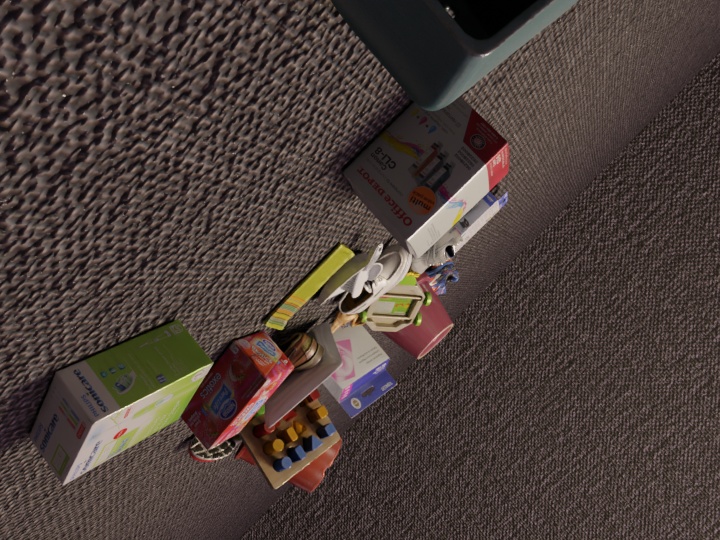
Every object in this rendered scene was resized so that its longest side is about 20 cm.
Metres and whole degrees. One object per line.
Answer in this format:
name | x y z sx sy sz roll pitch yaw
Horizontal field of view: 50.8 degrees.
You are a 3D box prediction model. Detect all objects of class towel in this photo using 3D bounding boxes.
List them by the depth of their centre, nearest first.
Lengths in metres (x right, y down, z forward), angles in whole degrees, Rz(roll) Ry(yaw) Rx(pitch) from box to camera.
towel | -0.092 0.031 1.368 0.200 0.018 0.086 -45 167 5

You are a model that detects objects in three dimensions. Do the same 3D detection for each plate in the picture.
plate | -0.132 0.201 1.546 0.199 0.032 0.200 -42 -158 6

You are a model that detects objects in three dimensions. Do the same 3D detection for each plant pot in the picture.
plant pot | 0.078 -0.256 0.655 0.196 0.196 0.200 -39 174 -15
plant pot | -0.161 0.404 1.776 0.202 0.194 0.201 -56 -176 5
plant pot | 0.130 0.114 1.911 0.199 0.179 0.200 -40 165 -13

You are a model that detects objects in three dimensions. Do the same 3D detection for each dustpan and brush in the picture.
dustpan and brush | 0.000 0.000 1.432 0.138 0.057 0.201 -25 151 -32

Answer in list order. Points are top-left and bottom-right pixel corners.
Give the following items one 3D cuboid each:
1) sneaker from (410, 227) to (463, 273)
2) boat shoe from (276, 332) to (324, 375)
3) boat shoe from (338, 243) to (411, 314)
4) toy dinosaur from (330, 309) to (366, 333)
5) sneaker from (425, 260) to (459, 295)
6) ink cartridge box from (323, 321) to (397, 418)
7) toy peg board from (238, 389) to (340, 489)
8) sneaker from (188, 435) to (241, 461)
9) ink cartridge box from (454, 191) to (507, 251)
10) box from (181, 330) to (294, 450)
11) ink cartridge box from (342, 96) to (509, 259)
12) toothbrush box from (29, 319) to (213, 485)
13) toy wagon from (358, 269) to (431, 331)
sneaker | 0.169 -0.042 1.753 0.074 0.087 0.201 -36 166 -33
boat shoe | -0.163 0.178 1.504 0.199 0.068 0.072 -33 -152 27
boat shoe | 0.026 0.021 1.580 0.200 0.071 0.070 -42 170 23
toy dinosaur | -0.040 0.105 1.689 0.201 0.060 0.106 -52 153 -6
sneaker | 0.199 0.039 2.099 0.199 0.079 0.076 -38 165 -22
ink cartridge box | -0.021 0.206 1.705 0.196 0.200 0.043 -26 159 -52
toy peg board | -0.151 0.330 1.647 0.199 0.201 0.098 -31 178 -34
sneaker | -0.314 0.383 1.664 0.085 0.077 0.199 -43 167 22
ink cartridge box | 0.296 -0.132 1.948 0.200 0.042 0.119 -42 166 5
box | -0.225 0.215 1.367 0.200 0.096 0.099 -49 166 22
ink cartridge box | 0.099 -0.144 1.120 0.200 0.145 0.145 -44 166 1
toothbrush box | -0.313 0.169 1.000 0.199 0.086 0.146 -24 156 -51
toy wagon | 0.086 0.065 1.750 0.153 0.040 0.201 4 131 -21
